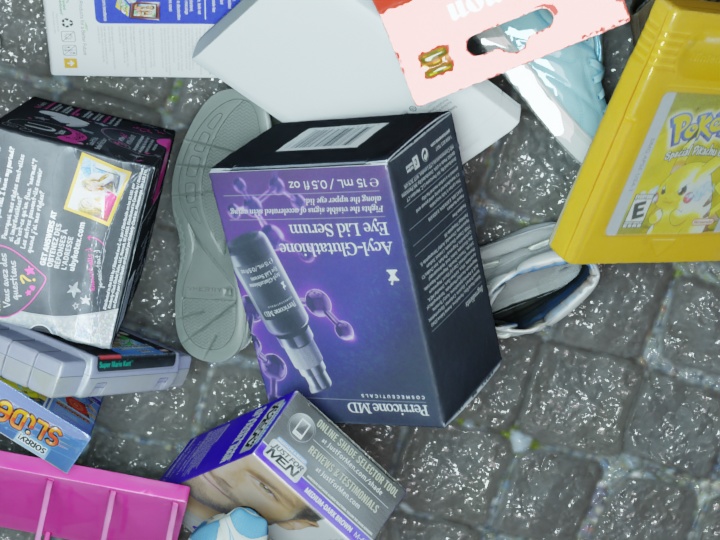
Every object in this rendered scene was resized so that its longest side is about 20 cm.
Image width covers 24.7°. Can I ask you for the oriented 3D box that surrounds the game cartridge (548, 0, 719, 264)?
[{"bbox_3d":[0.240,-0.095,1.179,0.176,0.032,0.201,-2,126,-37],"label":"game cartridge"}]

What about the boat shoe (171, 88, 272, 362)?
[{"bbox_3d":[-0.097,-0.034,1.234,0.074,0.065,0.203,5,97,15],"label":"boat shoe"}]

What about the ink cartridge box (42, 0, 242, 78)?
[{"bbox_3d":[-0.127,-0.184,1.185,0.199,0.037,0.095,2,137,-2],"label":"ink cartridge box"}]

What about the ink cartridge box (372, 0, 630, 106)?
[{"bbox_3d":[0.069,-0.224,1.067,0.159,0.047,0.201,-21,100,11],"label":"ink cartridge box"}]

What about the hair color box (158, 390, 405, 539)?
[{"bbox_3d":[-0.066,0.163,1.205,0.109,0.200,0.065,43,58,-11],"label":"hair color box"}]

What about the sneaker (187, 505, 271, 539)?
[{"bbox_3d":[-0.092,0.207,1.175,0.072,0.200,0.073,33,76,-1],"label":"sneaker"}]

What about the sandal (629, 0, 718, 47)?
[{"bbox_3d":[0.228,-0.197,1.207,0.057,0.080,0.202,16,91,-12],"label":"sandal"}]

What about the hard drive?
[{"bbox_3d":[-0.003,-0.134,1.172,0.200,0.027,0.132,33,136,-24],"label":"hard drive"}]

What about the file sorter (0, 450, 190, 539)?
[{"bbox_3d":[-0.240,0.221,1.211,0.199,0.139,0.126,11,62,-6],"label":"file sorter"}]

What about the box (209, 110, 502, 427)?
[{"bbox_3d":[0.000,0.000,1.157,0.147,0.104,0.201,-2,112,31],"label":"box"}]

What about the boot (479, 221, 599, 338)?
[{"bbox_3d":[0.082,0.024,1.233,0.199,0.096,0.074,-27,102,3],"label":"boot"}]

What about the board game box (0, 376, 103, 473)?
[{"bbox_3d":[-0.282,0.063,1.200,0.200,0.135,0.035,34,97,-9],"label":"board game box"}]

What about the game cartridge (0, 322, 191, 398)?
[{"bbox_3d":[-0.211,0.051,1.152,0.129,0.200,0.039,16,94,18],"label":"game cartridge"}]

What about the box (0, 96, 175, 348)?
[{"bbox_3d":[-0.205,-0.039,1.150,0.114,0.200,0.133,14,101,-5],"label":"box"}]

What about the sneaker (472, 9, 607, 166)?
[{"bbox_3d":[0.157,-0.144,1.214,0.082,0.074,0.200,-39,102,8],"label":"sneaker"}]
